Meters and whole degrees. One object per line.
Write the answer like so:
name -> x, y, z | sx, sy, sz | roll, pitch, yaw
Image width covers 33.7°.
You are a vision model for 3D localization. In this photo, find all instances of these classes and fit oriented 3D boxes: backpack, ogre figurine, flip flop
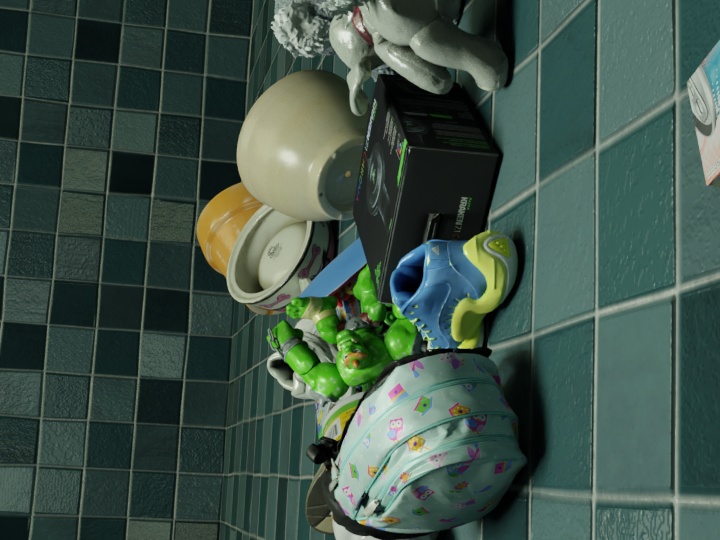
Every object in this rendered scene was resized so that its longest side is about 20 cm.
backpack -> 0.062, 0.151, 1.021 | 0.127, 0.166, 0.200 | 65, 151, 28
ogre figurine -> -0.002, 0.071, 1.343 | 0.098, 0.199, 0.120 | 77, 171, -63
flip flop -> -0.020, 0.245, 1.529 | 0.058, 0.081, 0.201 | -54, -28, -80

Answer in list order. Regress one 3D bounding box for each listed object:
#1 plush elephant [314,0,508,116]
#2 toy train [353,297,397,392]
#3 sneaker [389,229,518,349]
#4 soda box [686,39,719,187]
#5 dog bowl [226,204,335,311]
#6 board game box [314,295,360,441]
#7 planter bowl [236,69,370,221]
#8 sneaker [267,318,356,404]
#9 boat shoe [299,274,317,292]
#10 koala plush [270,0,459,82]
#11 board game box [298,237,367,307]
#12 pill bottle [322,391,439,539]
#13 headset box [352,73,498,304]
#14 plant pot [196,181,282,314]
plush elephant -> 0.035, -0.239, 1.151 | 0.155, 0.199, 0.165 | 156, 111, -72
toy train -> 0.023, 0.104, 1.405 | 0.042, 0.056, 0.200 | 108, 163, -46
sneaker -> 0.069, 0.028, 1.099 | 0.200, 0.105, 0.076 | 110, 161, -49
soda box -> 0.222, -0.113, 0.530 | 0.200, 0.063, 0.069 | 117, 155, -59
dog bowl -> -0.124, -0.022, 1.920 | 0.200, 0.074, 0.201 | -29, 45, 33
board game box -> -0.026, 0.118, 1.589 | 0.136, 0.034, 0.200 | -99, 19, -49
planter bowl -> -0.043, -0.145, 1.561 | 0.135, 0.200, 0.201 | 39, 128, 43
sneaker -> -0.069, 0.103, 1.471 | 0.200, 0.099, 0.078 | -132, 46, -69
boat shoe -> -0.050, 0.040, 1.753 | 0.200, 0.062, 0.073 | -145, 45, -78
koala plush -> -0.007, -0.289, 1.355 | 0.178, 0.199, 0.184 | -101, 20, -52
board game box -> 0.000, 0.000, 1.483 | 0.158, 0.039, 0.200 | -43, 10, -10
pill bottle -> 0.023, 0.230, 1.223 | 0.200, 0.111, 0.111 | -100, 19, -50
headset box -> 0.061, -0.080, 1.208 | 0.200, 0.092, 0.175 | -105, 23, -57
plant pot -> -0.170, -0.028, 2.105 | 0.201, 0.200, 0.184 | 106, 148, -43
